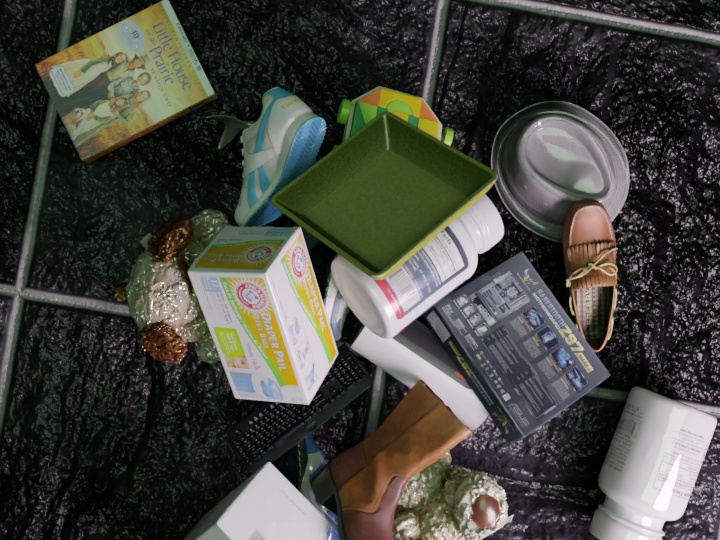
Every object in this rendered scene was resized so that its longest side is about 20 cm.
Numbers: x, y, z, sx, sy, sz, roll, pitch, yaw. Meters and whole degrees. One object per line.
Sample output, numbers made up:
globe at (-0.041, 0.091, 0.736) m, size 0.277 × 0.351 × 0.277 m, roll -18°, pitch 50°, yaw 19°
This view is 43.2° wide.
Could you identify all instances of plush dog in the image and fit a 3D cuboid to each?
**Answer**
plush dog at (0.088, 0.282, 1.175) m, size 0.200 × 0.160 × 0.172 m, roll -35°, pitch 72°, yaw 16°
plush dog at (-0.241, 0.021, 1.134) m, size 0.160 × 0.172 × 0.201 m, roll -1°, pitch 90°, yaw -2°

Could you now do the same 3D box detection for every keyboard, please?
keyboard at (-0.090, 0.165, 1.180) m, size 0.200 × 0.040 × 0.104 m, roll -37°, pitch 55°, yaw -9°

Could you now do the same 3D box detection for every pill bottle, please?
pill bottle at (0.373, 0.262, 1.180) m, size 0.114 × 0.114 × 0.201 m, roll 21°, pitch 89°, yaw -1°
pill bottle at (0.075, -0.019, 1.127) m, size 0.200 × 0.120 × 0.120 m, roll -36°, pitch 90°, yaw -17°

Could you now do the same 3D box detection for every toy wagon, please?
toy wagon at (0.038, -0.140, 1.184) m, size 0.154 × 0.040 × 0.201 m, roll 13°, pitch 69°, yaw -10°

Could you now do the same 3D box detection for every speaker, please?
speaker at (0.088, 0.123, 1.194) m, size 0.200 × 0.081 × 0.081 m, roll 34°, pitch 89°, yaw 0°

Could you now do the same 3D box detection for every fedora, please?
fedora at (0.270, -0.134, 1.194) m, size 0.177 × 0.090 × 0.200 m, roll -44°, pitch 91°, yaw -1°

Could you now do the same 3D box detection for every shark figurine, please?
shark figurine at (-0.093, -0.144, 1.191) m, size 0.128 × 0.090 × 0.215 m, roll -39°, pitch 92°, yaw -3°

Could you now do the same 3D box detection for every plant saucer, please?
plant saucer at (0.029, -0.082, 1.081) m, size 0.200 × 0.048 × 0.200 m, roll -40°, pitch 51°, yaw -19°

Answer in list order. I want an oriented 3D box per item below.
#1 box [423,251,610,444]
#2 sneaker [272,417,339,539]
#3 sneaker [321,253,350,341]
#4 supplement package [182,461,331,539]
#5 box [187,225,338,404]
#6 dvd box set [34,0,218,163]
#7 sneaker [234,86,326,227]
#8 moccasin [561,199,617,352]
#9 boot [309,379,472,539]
box at (0.200, 0.096, 1.166) m, size 0.157 × 0.051 × 0.200 m, roll -29°, pitch 78°, yaw -24°
sneaker at (-0.065, 0.282, 1.203) m, size 0.077 × 0.076 × 0.201 m, roll -5°, pitch 79°, yaw -39°
sneaker at (0.000, 0.000, 1.196) m, size 0.086 × 0.078 × 0.201 m, roll 15°, pitch 89°, yaw -4°
supplement package at (-0.148, 0.343, 1.120) m, size 0.114 × 0.110 × 0.200 m, roll 45°, pitch 134°, yaw 0°
box at (-0.115, 0.054, 1.119) m, size 0.112 × 0.101 × 0.201 m, roll 0°, pitch 124°, yaw 25°
dvd box set at (-0.311, -0.252, 1.214) m, size 0.199 × 0.029 × 0.147 m, roll -26°, pitch 90°, yaw -1°
sneaker at (-0.111, -0.133, 1.127) m, size 0.081 × 0.076 × 0.200 m, roll 46°, pitch 129°, yaw 19°
moccasin at (0.294, 0.008, 1.169) m, size 0.073 × 0.078 × 0.202 m, roll -1°, pitch 112°, yaw 2°
boot at (0.058, 0.258, 1.100) m, size 0.200 × 0.188 × 0.068 m, roll -40°, pitch 134°, yaw 2°
